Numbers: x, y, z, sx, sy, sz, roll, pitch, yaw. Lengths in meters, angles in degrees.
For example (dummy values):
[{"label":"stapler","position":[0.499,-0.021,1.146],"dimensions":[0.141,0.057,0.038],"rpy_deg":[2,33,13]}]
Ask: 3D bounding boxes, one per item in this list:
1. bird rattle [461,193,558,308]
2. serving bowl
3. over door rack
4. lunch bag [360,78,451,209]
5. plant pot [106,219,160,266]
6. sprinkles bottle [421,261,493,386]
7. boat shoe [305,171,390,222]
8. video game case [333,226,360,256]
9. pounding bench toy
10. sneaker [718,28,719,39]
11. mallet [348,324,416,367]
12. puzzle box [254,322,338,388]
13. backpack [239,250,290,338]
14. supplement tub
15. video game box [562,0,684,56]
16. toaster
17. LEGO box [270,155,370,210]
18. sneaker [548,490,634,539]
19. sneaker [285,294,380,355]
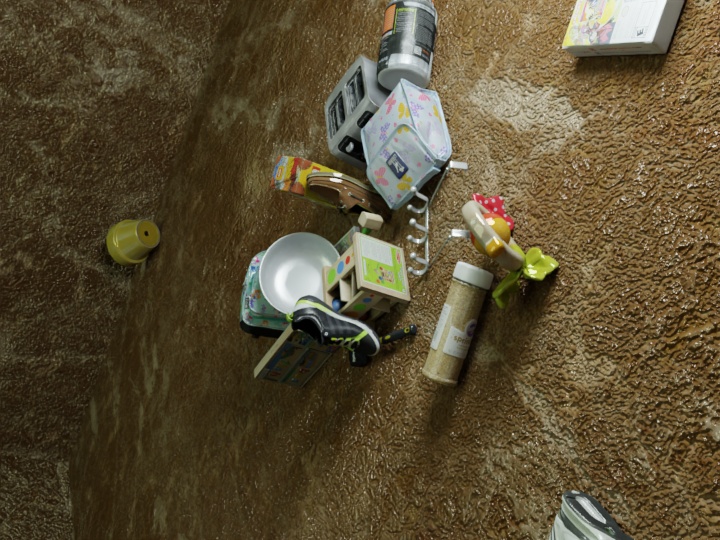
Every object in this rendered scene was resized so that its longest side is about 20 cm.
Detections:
[{"label":"bird rattle","position":[0.219,-0.058,1.095],"dimensions":[0.111,0.162,0.204],"rpy_deg":[-33,56,22]},{"label":"serving bowl","position":[-0.134,0.018,1.594],"dimensions":[0.066,0.193,0.206],"rpy_deg":[88,-177,-68]},{"label":"over door rack","position":[0.132,-0.096,1.291],"dimensions":[0.200,0.065,0.152],"rpy_deg":[135,141,-61]},{"label":"lunch bag","position":[0.092,-0.253,1.412],"dimensions":[0.169,0.124,0.205],"rpy_deg":[-42,50,44]},{"label":"plant pot","position":[-1.000,-0.140,3.089],"dimensions":[0.186,0.199,0.207],"rpy_deg":[-18,59,37]},{"label":"sprinkles bottle","position":[0.166,0.092,1.185],"dimensions":[0.068,0.067,0.206],"rpy_deg":[25,99,58]},{"label":"boat shoe","position":[-0.026,-0.156,1.487],"dimensions":[0.072,0.194,0.070],"rpy_deg":[131,151,-73]},{"label":"video game case","position":[-0.057,0.008,1.634],"dimensions":[0.199,0.018,0.147],"rpy_deg":[-41,44,43]},{"label":"pounding bench toy","position":[0.000,0.000,1.443],"dimensions":[0.156,0.122,0.205],"rpy_deg":[-41,44,42]},{"label":"sneaker","position":[0.505,-0.260,0.799],"dimensions":[0.198,0.059,0.107],"rpy_deg":[5,76,56]},{"label":"mallet","position":[0.042,0.153,1.395],"dimensions":[0.198,0.040,0.068],"rpy_deg":[-17,63,50]},{"label":"puzzle box","position":[-0.143,0.196,1.581],"dimensions":[0.201,0.130,0.026],"rpy_deg":[-50,37,35]},{"label":"backpack","position":[-0.204,0.052,1.691],"dimensions":[0.151,0.172,0.206],"rpy_deg":[123,154,-61]},{"label":"supplement tub","position":[0.104,-0.503,1.504],"dimensions":[0.121,0.120,0.207],"rpy_deg":[-10,67,56]},{"label":"video game box","position":[0.411,-0.429,1.044],"dimensions":[0.181,0.046,0.206],"rpy_deg":[26,99,57]},{"label":"toaster","position":[0.012,-0.369,1.597],"dimensions":[0.180,0.116,0.205],"rpy_deg":[-41,44,41]},{"label":"LEGO box","position":[-0.089,-0.194,1.604],"dimensions":[0.148,0.196,0.079],"rpy_deg":[21,94,58]},{"label":"sneaker","position":[0.299,0.382,0.850],"dimensions":[0.201,0.074,0.118],"rpy_deg":[-125,49,-62]},{"label":"sneaker","position":[-0.056,0.129,1.357],"dimensions":[0.072,0.196,0.084],"rpy_deg":[-62,1,44]}]
